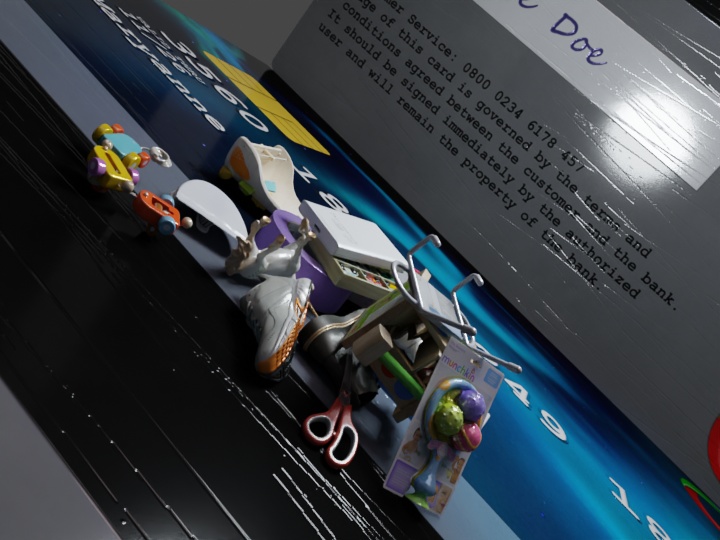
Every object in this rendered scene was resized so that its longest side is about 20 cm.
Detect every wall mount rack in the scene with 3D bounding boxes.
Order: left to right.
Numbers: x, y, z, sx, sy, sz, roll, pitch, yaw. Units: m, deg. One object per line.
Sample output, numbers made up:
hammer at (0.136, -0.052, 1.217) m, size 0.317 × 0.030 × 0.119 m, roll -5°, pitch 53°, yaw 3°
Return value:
wall mount rack at (0.126, 0.053, 0.817) m, size 0.199 × 0.074 × 0.177 m, roll 36°, pitch 30°, yaw -39°

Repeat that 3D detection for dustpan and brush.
dustpan and brush at (-0.248, -0.107, 1.030) m, size 0.138 × 0.057 × 0.202 m, roll 36°, pitch 22°, yaw -27°

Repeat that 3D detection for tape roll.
tape roll at (-0.096, -0.017, 1.128) m, size 0.199 × 0.066 × 0.201 m, roll 40°, pitch 14°, yaw -12°

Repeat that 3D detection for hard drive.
hard drive at (-0.010, -0.059, 1.143) m, size 0.197 × 0.026 × 0.133 m, roll 14°, pitch 31°, yaw -49°

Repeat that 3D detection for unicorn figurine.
unicorn figurine at (-0.122, -0.012, 0.964) m, size 0.196 × 0.139 × 0.075 m, roll 14°, pitch 37°, yaw -33°

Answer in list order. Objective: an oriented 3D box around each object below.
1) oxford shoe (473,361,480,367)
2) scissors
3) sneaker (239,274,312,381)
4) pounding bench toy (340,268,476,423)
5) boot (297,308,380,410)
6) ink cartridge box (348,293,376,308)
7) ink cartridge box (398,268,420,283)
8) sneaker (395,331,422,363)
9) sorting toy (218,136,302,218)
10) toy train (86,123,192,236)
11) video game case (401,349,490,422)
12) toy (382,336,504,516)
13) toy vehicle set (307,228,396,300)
oxford shoe at (0.209, 0.212, 1.261) m, size 0.199 × 0.072 × 0.085 m, roll 39°, pitch 16°, yaw -34°
scissors at (-0.017, 0.172, 0.806) m, size 0.072 × 0.014 × 0.200 m, roll 36°, pitch 28°, yaw 0°
sneaker at (-0.123, 0.070, 0.830) m, size 0.089 × 0.078 × 0.201 m, roll 13°, pitch 26°, yaw -1°
pounding bench toy at (0.067, 0.123, 0.866) m, size 0.158 × 0.123 × 0.200 m, roll 55°, pitch 24°, yaw -5°
boot at (0.002, 0.138, 0.953) m, size 0.198 × 0.078 × 0.139 m, roll -6°, pitch 52°, yaw -54°
ink cartridge box at (0.063, 0.082, 1.249) m, size 0.197 × 0.043 × 0.118 m, roll 25°, pitch 1°, yaw -43°
ink cartridge box at (0.018, -0.016, 1.332) m, size 0.198 × 0.087 × 0.147 m, roll 30°, pitch 4°, yaw -43°
sneaker at (0.119, 0.128, 1.129) m, size 0.082 × 0.074 × 0.199 m, roll 57°, pitch 22°, yaw 5°
sorting toy at (-0.179, -0.161, 1.276) m, size 0.181 × 0.106 × 0.200 m, roll 50°, pitch 14°, yaw 4°
toy train at (-0.313, -0.120, 0.873) m, size 0.149 × 0.056 × 0.202 m, roll 32°, pitch 20°, yaw -38°
video game case at (0.137, 0.210, 1.110) m, size 0.200 × 0.023 × 0.181 m, roll 46°, pitch 18°, yaw 14°
toy at (0.118, 0.204, 0.794) m, size 0.114 × 0.204 × 0.047 m, roll 34°, pitch -10°, yaw -30°
toy vehicle set at (0.000, 0.000, 1.127) m, size 0.198 × 0.027 × 0.125 m, roll 21°, pitch 25°, yaw -47°
